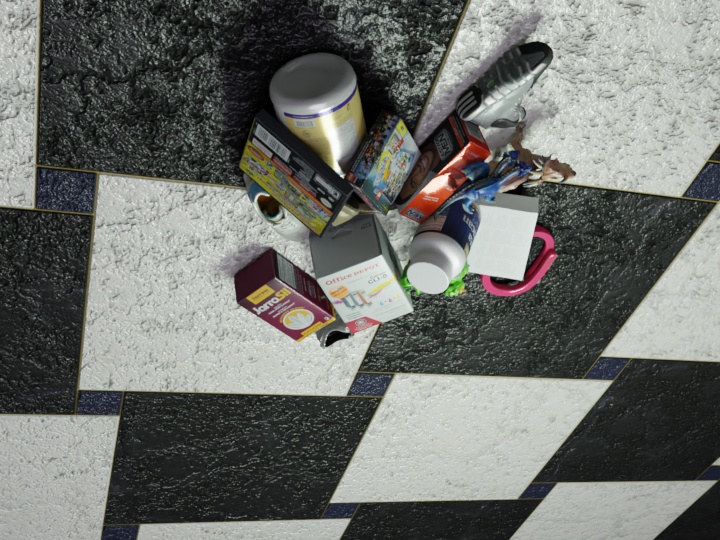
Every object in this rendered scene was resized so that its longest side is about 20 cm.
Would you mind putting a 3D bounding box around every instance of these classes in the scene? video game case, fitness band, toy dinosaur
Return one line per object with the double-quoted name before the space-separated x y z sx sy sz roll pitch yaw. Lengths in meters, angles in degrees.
"video game case" -0.115 -0.160 1.411 0.200 0.026 0.181 41 153 1
"fitness band" 0.350 -0.021 1.841 0.144 0.037 0.200 10 132 -20
"toy dinosaur" 0.292 -0.185 1.572 0.200 0.136 0.086 -30 135 18

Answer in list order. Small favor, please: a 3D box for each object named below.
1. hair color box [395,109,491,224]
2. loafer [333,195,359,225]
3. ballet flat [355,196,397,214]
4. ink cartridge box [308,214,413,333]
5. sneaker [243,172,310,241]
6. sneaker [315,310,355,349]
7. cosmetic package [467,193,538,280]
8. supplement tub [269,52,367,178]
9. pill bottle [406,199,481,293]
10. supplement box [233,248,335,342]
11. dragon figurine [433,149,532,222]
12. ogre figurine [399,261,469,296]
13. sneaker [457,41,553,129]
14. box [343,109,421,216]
"hair color box" 0.145 -0.193 1.551 0.061 0.102 0.200 21 127 -33
"loafer" -0.097 -0.144 1.528 0.200 0.076 0.067 32 116 -13
"ballet flat" -0.013 -0.135 1.611 0.200 0.067 0.046 -5 105 -5
"ink cartridge box" 0.000 0.000 1.687 0.145 0.145 0.200 -21 137 10
"sneaker" -0.158 -0.109 1.577 0.076 0.081 0.200 -27 138 12
"sneaker" -0.013 0.116 1.855 0.200 0.082 0.075 -31 135 18
"cosmetic package" 0.278 -0.073 1.717 0.151 0.052 0.200 8 137 5
"supplement tub" -0.064 -0.248 1.403 0.145 0.145 0.200 -14 138 0
"pill bottle" 0.158 -0.053 1.595 0.111 0.200 0.111 15 139 13
"supplement box" -0.159 0.056 1.750 0.110 0.086 0.200 -33 134 21
"dragon figurine" 0.212 -0.157 1.485 0.200 0.059 0.099 -20 153 -22
"ogre figurine" 0.156 0.006 1.700 0.120 0.098 0.200 -9 164 17
"sneaker" 0.279 -0.321 1.479 0.200 0.075 0.115 -32 141 33
"box" 0.042 -0.185 1.462 0.137 0.038 0.200 -60 163 -2
